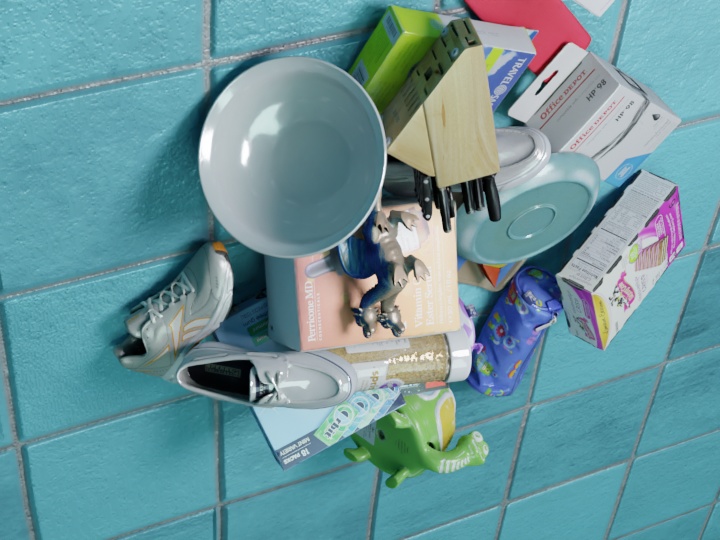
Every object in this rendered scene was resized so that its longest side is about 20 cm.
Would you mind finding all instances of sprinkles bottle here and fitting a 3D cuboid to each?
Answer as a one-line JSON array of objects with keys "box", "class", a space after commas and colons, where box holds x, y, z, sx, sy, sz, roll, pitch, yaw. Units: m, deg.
[{"box": [0.026, 0.104, 1.543, 0.199, 0.068, 0.068, -5, 135, -16], "class": "sprinkles bottle"}]

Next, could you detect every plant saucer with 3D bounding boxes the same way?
[{"box": [0.199, -0.065, 1.583, 0.199, 0.027, 0.200, -18, 150, -11], "class": "plant saucer"}]

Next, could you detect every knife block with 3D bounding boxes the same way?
[{"box": [0.114, -0.138, 1.383, 0.175, 0.064, 0.200, 24, 118, -27], "class": "knife block"}]

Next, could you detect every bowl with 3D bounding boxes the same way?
[{"box": [-0.060, -0.114, 1.368, 0.201, 0.201, 0.090, -41, 172, 11], "class": "bowl"}]

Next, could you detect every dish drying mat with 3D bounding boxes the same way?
[{"box": [0.183, -0.278, 1.457, 0.077, 0.018, 0.200, -41, 139, 13], "class": "dish drying mat"}]

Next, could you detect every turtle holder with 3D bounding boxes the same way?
[{"box": [0.070, 0.196, 1.757, 0.132, 0.185, 0.141, -29, 106, -39], "class": "turtle holder"}]

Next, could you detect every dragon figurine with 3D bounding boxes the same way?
[{"box": [0.014, -0.024, 1.403, 0.059, 0.201, 0.099, -18, -179, -39], "class": "dragon figurine"}]

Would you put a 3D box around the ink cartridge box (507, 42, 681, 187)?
[{"box": [0.276, -0.179, 1.564, 0.200, 0.067, 0.116, 15, 123, -49], "class": "ink cartridge box"}]

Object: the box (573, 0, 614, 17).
[{"box": [0.250, -0.373, 1.327, 0.101, 0.113, 0.200, 21, 119, -44], "class": "box"}]

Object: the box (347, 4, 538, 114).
[{"box": [0.092, -0.214, 1.424, 0.199, 0.048, 0.122, 2, 142, -33], "class": "box"}]

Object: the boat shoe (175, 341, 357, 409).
[{"box": [-0.105, 0.123, 1.462, 0.199, 0.065, 0.074, 1, 106, 13], "class": "boat shoe"}]

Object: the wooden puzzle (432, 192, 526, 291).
[{"box": [0.158, -0.050, 1.656, 0.200, 0.046, 0.185, 14, 123, -41], "class": "wooden puzzle"}]

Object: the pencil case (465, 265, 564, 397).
[{"box": [0.208, 0.088, 1.793, 0.078, 0.087, 0.200, -7, 138, -33], "class": "pencil case"}]

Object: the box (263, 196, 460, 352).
[{"box": [0.000, 0.000, 1.498, 0.199, 0.106, 0.153, -7, 99, -23], "class": "box"}]

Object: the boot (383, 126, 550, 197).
[{"box": [0.104, -0.127, 1.461, 0.199, 0.074, 0.096, -11, 163, 15], "class": "boot"}]

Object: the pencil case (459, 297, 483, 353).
[{"box": [0.055, 0.100, 1.713, 0.199, 0.086, 0.084, -20, 166, -10], "class": "pencil case"}]

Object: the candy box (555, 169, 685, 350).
[{"box": [0.343, -0.014, 1.743, 0.200, 0.061, 0.137, -48, 145, -18], "class": "candy box"}]

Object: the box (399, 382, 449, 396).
[{"box": [0.006, 0.092, 1.636, 0.199, 0.038, 0.137, -9, 102, -14], "class": "box"}]

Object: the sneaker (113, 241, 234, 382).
[{"box": [-0.212, 0.048, 1.500, 0.092, 0.076, 0.200, 9, 125, -33], "class": "sneaker"}]

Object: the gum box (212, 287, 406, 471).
[{"box": [-0.063, 0.109, 1.575, 0.169, 0.045, 0.201, -27, 106, -11], "class": "gum box"}]
